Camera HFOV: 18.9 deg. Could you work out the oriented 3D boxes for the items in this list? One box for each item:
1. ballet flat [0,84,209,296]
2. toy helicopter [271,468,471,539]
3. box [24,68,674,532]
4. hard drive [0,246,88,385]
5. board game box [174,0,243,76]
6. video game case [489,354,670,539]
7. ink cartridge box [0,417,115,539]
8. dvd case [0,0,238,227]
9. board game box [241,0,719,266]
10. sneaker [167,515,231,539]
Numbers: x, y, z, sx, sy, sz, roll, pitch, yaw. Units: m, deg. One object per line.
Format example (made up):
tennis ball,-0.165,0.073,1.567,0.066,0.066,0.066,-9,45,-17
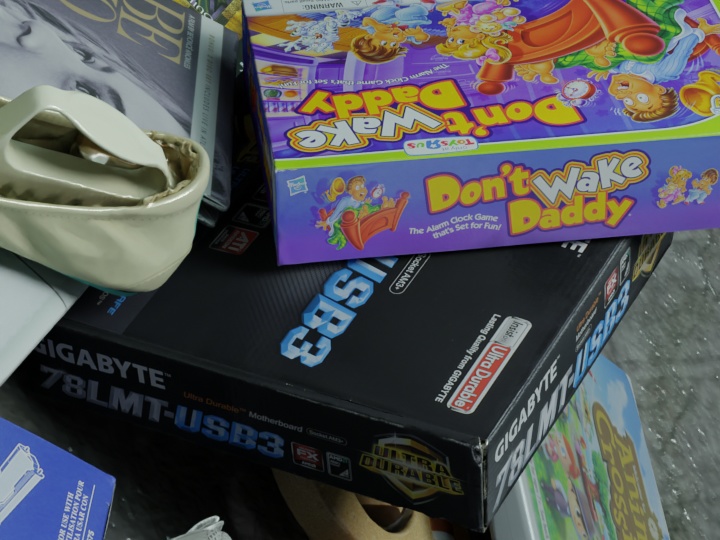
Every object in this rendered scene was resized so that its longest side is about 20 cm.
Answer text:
ballet flat,-0.139,-0.047,0.746,0.199,0.069,0.070,16,48,-33
toy helicopter,0.030,0.123,0.881,0.200,0.079,0.132,50,28,-21
box,0.000,0.000,0.855,0.198,0.050,0.200,15,41,24
hard drive,-0.188,0.016,0.718,0.132,0.027,0.200,43,38,-5
board game box,-0.084,-0.128,1.014,0.200,0.028,0.135,50,37,-1
video game case,0.098,0.113,0.931,0.182,0.022,0.201,34,39,-56
ink cartridge box,-0.143,0.129,0.584,0.044,0.200,0.094,31,40,-23
dvd case,-0.139,-0.101,0.855,0.199,0.016,0.149,26,28,-17
board game box,0.058,-0.066,0.862,0.199,0.045,0.135,-5,36,-7
sneaker,-0.016,0.164,0.699,0.082,0.075,0.200,-35,81,-26
